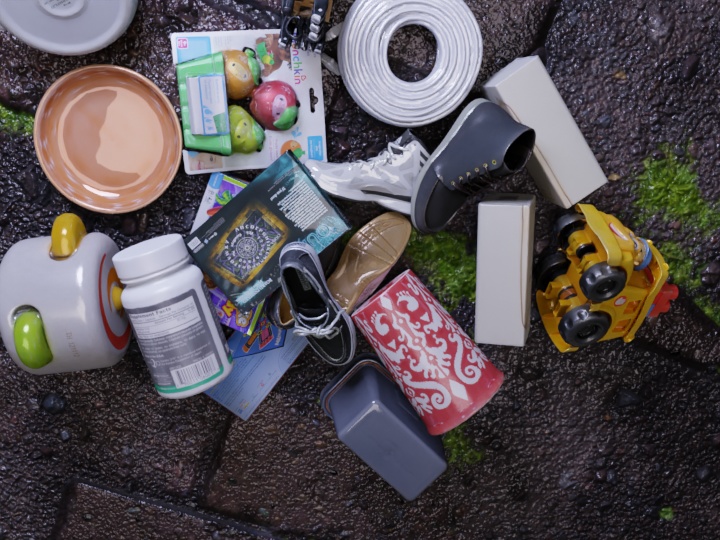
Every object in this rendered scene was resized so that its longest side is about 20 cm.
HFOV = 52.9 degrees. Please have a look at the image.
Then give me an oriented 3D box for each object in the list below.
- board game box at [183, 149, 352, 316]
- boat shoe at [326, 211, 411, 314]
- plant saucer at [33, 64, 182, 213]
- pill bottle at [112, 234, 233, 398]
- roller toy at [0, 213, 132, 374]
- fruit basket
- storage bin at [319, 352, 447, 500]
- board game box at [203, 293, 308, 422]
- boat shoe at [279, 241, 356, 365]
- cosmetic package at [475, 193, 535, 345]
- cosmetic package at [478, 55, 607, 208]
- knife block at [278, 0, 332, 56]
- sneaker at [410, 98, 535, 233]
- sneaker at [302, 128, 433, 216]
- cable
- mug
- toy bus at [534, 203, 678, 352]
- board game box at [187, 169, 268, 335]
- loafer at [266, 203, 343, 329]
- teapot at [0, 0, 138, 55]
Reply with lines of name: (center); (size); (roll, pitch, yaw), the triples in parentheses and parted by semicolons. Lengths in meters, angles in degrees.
board game box: (-0.129, -0.049, 0.987); (0.200, 0.028, 0.135); (-38, 97, 12)
boat shoe: (0.000, 0.000, 1.062); (0.071, 0.069, 0.200); (40, 89, 9)
plant saucer: (-0.345, -0.181, 1.002); (0.198, 0.037, 0.202); (-1, 104, -4)
pill bottle: (-0.253, 0.060, 0.978); (0.112, 0.113, 0.201); (-16, 106, -1)
roller toy: (-0.387, 0.041, 0.979); (0.139, 0.183, 0.201); (-6, 71, -2)
fruit basket: (-0.147, -0.229, 0.979); (0.198, 0.094, 0.187); (-4, 104, -7)
storage bin: (0.050, 0.237, 1.088); (0.146, 0.134, 0.200); (-44, 104, 7)
board game box: (-0.155, 0.125, 1.102); (0.103, 0.019, 0.200); (37, 98, -13)
boat shoe: (-0.057, 0.060, 0.972); (0.073, 0.068, 0.200); (-11, 121, 9)
cosmetic package: (0.209, -0.004, 1.043); (0.073, 0.104, 0.202); (3, 106, 17)
cosmetic package: (0.255, -0.194, 1.016); (0.073, 0.104, 0.201); (-34, 103, 5)
knife block: (-0.061, -0.374, 0.906); (0.063, 0.176, 0.202); (9, 103, -8)
sneaker: (0.145, -0.124, 0.967); (0.074, 0.106, 0.201); (14, 111, -40)
sneaker: (0.022, -0.153, 1.012); (0.199, 0.076, 0.116); (12, 114, -17)
cable: (0.068, -0.299, 0.990); (0.200, 0.069, 0.200); (-44, 103, 6)
mug: (0.080, 0.115, 1.033); (0.133, 0.177, 0.200); (-39, 92, -24)
toy bus: (0.369, 0.012, 1.036); (0.190, 0.136, 0.201); (-1, 134, -10)
board game box: (-0.179, -0.026, 1.039); (0.134, 0.045, 0.201); (22, 101, 0)
loafer: (-0.072, -0.004, 1.042); (0.072, 0.072, 0.201); (22, 90, -11)
teapot: (-0.375, -0.378, 0.900); (0.199, 0.147, 0.198); (3, 138, -24)
